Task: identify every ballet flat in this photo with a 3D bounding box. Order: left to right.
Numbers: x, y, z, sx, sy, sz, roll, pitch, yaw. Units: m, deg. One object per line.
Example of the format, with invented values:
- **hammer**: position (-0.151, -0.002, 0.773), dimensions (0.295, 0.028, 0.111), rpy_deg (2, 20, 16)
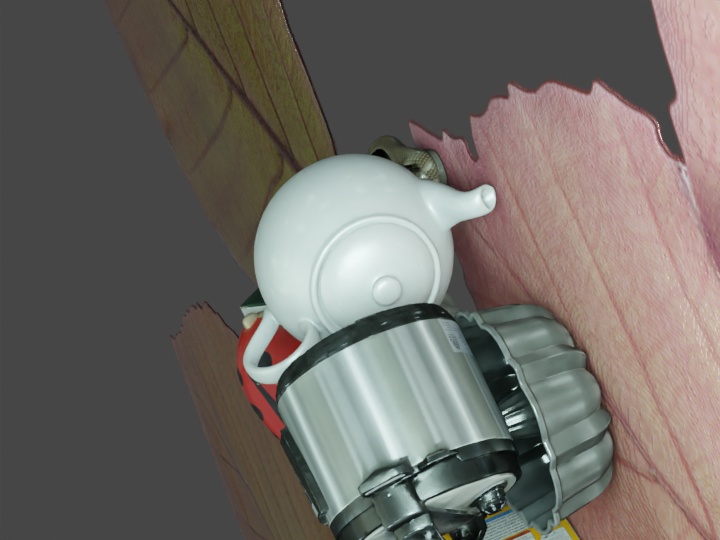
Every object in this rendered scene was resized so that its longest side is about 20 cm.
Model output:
- **ballet flat**: position (0.032, -0.094, 1.650), dimensions (0.200, 0.046, 0.068), rpy_deg (-158, 49, -71)

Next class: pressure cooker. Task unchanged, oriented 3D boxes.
- **pressure cooker**: position (0.037, 0.149, 1.394), dimensions (0.201, 0.175, 0.179), rpy_deg (64, 148, 18)

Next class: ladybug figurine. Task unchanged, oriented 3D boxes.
- **ladybug figurine**: position (-0.059, 0.129, 1.716), dimensions (0.200, 0.072, 0.136), rpy_deg (49, 139, -6)

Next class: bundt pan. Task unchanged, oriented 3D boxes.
- **bundt pan**: position (0.151, 0.117, 1.426), dimensions (0.202, 0.075, 0.204), rpy_deg (160, 90, -77)

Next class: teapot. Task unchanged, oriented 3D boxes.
- **teapot**: position (0.000, 0.000, 1.498), dimensions (0.146, 0.195, 0.202), rpy_deg (-128, 44, -65)

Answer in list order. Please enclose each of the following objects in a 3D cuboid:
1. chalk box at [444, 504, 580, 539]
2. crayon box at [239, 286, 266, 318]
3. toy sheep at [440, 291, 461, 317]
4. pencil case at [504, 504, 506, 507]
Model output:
- **chalk box**: position (0.154, 0.334, 1.620), dimensions (0.201, 0.124, 0.124), rpy_deg (87, 158, -46)
- **crayon box**: position (-0.028, 0.102, 1.763), dimensions (0.126, 0.051, 0.201), rpy_deg (-7, 118, 41)
- **toy sheep**: position (0.044, 0.066, 1.659), dimensions (0.138, 0.137, 0.202), rpy_deg (96, 160, -61)
- **pencil case**: position (0.105, 0.227, 1.743), dimensions (0.087, 0.087, 0.202), rpy_deg (-155, 45, -70)
